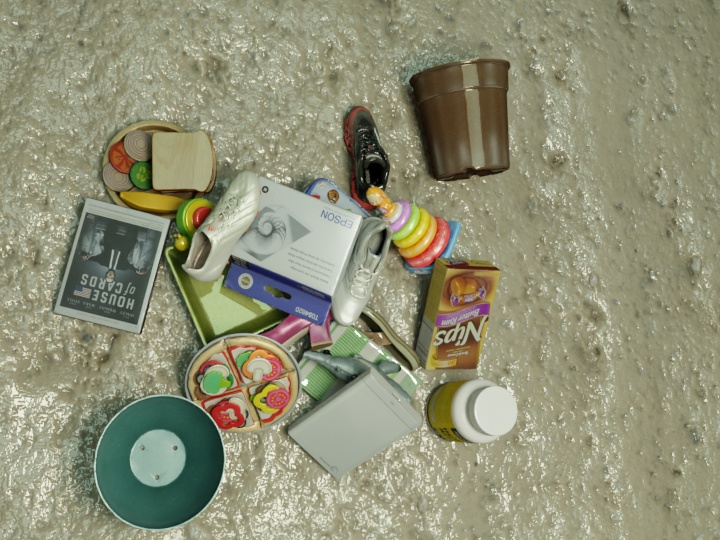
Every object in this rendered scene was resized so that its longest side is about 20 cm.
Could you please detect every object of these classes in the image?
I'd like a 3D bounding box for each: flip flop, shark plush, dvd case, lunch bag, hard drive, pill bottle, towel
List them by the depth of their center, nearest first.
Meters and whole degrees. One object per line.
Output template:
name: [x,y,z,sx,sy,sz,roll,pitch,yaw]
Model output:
dvd case: [-0.418,-0.008,1.330,0.148,0.025,0.203,14,82,-5]
hard drive: [-0.011,0.266,1.346,0.199,0.027,0.132,-38,107,24]
shark plush: [-0.001,0.174,1.356,0.199,0.083,0.091,38,94,-9]
pill bottle: [0.199,0.251,1.401,0.109,0.200,0.113,3,78,-16]
towel: [-0.011,0.197,1.412,0.199,0.023,0.153,39,95,-7]
lunch bag: [-0.051,-0.054,1.428,0.200,0.075,0.161,41,65,-19]
flip flop: [0.026,0.121,1.442,0.200,0.081,0.058,46,77,-10]

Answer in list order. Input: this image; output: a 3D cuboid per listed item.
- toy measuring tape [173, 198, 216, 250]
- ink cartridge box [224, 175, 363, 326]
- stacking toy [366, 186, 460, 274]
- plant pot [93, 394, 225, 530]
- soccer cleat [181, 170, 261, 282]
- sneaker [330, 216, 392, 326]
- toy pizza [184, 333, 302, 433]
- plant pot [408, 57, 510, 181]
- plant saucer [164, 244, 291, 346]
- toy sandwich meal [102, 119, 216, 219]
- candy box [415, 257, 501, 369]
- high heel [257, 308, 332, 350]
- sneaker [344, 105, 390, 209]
toy measuring tape: [-0.258,-0.116,1.355,0.073,0.074,0.201,40,65,-7]
ink cartridge box: [-0.118,-0.032,1.331,0.197,0.041,0.203,20,91,7]
stacking toy: [0.080,-0.088,1.439,0.199,0.115,0.111,39,67,-33]
plant pot: [-0.323,0.305,1.264,0.197,0.135,0.204,3,79,-16]
soccer cleat: [-0.226,-0.075,1.292,0.069,0.077,0.202,26,91,28]
sneaker: [0.000,0.000,1.361,0.074,0.087,0.203,19,86,-15]
toy pizza: [-0.196,0.197,1.320,0.197,0.032,0.203,-3,117,-6]
plant pot: [0.202,-0.283,1.516,0.197,0.200,0.202,-7,90,-18]
plant saucer: [-0.221,0.021,1.395,0.198,0.048,0.202,-24,87,-20]
toy sandwich meal: [-0.351,-0.181,1.379,0.202,0.070,0.209,3,79,-17]
candy box: [0.178,0.083,1.448,0.115,0.056,0.203,2,112,-24]
high heel: [-0.147,0.098,1.359,0.197,0.068,0.097,-11,70,-6]
sneaker: [0.015,-0.223,1.487,0.070,0.098,0.204,-3,80,-15]
